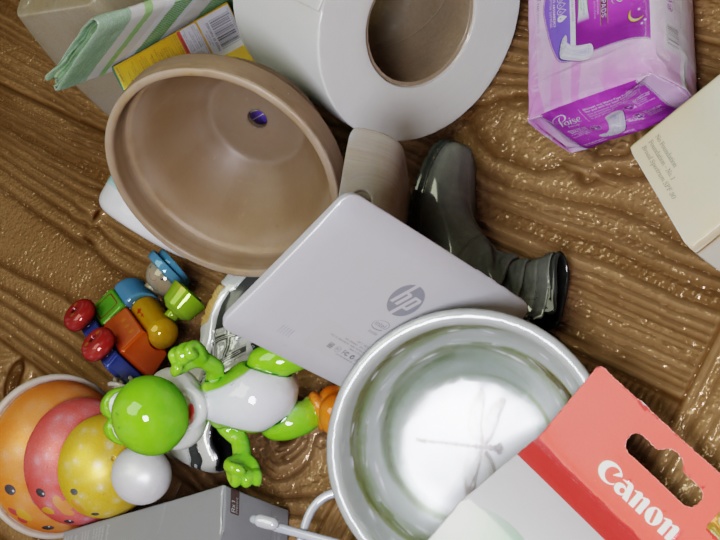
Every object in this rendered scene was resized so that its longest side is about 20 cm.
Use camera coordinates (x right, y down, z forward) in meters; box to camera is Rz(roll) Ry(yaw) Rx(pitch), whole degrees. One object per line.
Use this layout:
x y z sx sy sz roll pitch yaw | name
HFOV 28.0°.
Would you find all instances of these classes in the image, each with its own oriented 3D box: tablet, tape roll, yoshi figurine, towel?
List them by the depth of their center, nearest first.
0.015 0.031 0.992 0.130 0.199 0.014 -44 43 17 | tablet
-0.111 0.106 1.131 0.198 0.112 0.113 -11 53 3 | yoshi figurine
0.013 -0.224 1.190 0.203 0.202 0.139 -57 43 4 | tape roll
-0.166 -0.219 1.246 0.024 0.199 0.152 62 149 0 | towel

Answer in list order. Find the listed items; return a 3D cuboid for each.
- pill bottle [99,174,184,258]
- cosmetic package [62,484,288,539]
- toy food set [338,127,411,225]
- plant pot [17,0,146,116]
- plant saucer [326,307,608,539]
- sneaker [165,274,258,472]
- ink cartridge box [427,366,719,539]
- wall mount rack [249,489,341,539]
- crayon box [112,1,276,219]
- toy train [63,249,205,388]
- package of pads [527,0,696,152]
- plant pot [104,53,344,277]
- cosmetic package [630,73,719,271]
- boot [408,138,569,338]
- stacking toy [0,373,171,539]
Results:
-0.153 -0.121 1.356 0.111 0.111 0.201 31 91 47 | pill bottle
-0.157 0.254 1.187 0.199 0.090 0.108 -17 58 33 | cosmetic package
0.000 0.000 1.108 0.060 0.200 0.145 6 69 9 | toy food set
-0.224 -0.279 1.457 0.199 0.177 0.201 3 72 44 | plant pot
0.077 0.124 1.010 0.198 0.050 0.202 1 95 8 | plant saucer
-0.100 0.081 1.246 0.087 0.076 0.201 26 89 29 | sneaker
0.141 0.186 0.932 0.161 0.050 0.200 43 103 24 | ink cartridge box
-0.013 0.260 1.060 0.172 0.075 0.202 11 76 16 | wall mount rack
-0.118 -0.116 1.266 0.118 0.058 0.201 -28 84 4 | crayon box
-0.185 0.059 1.303 0.116 0.085 0.200 -45 32 -3 | toy train
0.191 -0.201 1.100 0.120 0.075 0.201 -18 58 38 | package of pads
-0.097 -0.100 1.166 0.200 0.201 0.093 -19 29 36 | plant pot
0.291 -0.097 0.956 0.200 0.073 0.104 -42 47 21 | cosmetic package
0.103 -0.005 1.102 0.130 0.068 0.202 -2 73 35 | boot
-0.225 0.164 1.231 0.199 0.146 0.147 -3 66 53 | stacking toy
